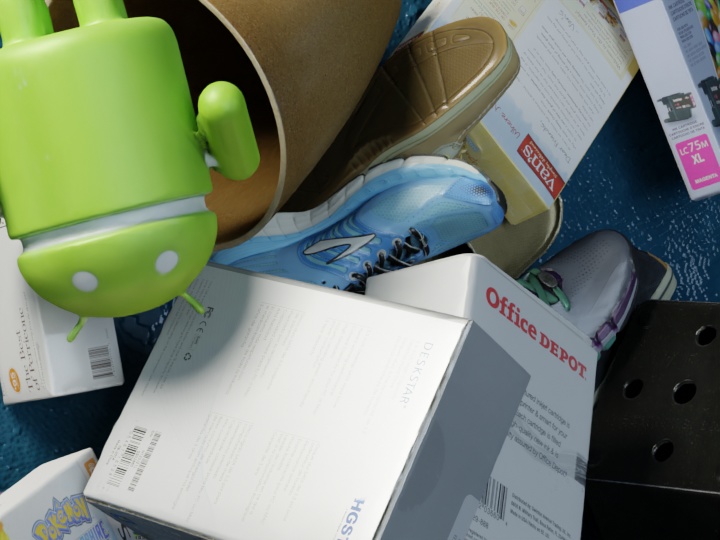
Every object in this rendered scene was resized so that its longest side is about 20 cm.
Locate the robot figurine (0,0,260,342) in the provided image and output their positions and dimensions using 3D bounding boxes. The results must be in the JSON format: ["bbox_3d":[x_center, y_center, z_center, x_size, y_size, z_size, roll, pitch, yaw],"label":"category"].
[{"bbox_3d":[-0.146,-0.065,1.232,0.175,0.116,0.201,-13,92,-2],"label":"robot figurine"}]

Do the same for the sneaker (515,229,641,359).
[{"bbox_3d":[0.099,0.041,1.437,0.200,0.074,0.088,-47,141,-5],"label":"sneaker"}]

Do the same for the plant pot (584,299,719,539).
[{"bbox_3d":[0.257,0.121,1.467,0.177,0.200,0.200,40,65,-37],"label":"plant pot"}]

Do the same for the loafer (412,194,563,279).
[{"bbox_3d":[0.067,-0.008,1.472,0.200,0.067,0.076,-33,100,-29],"label":"loafer"}]

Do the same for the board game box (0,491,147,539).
[{"bbox_3d":[-0.183,0.232,1.301,0.165,0.057,0.201,6,80,-31],"label":"board game box"}]

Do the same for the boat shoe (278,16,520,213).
[{"bbox_3d":[0.029,-0.083,1.410,0.066,0.200,0.074,30,34,-40],"label":"boat shoe"}]

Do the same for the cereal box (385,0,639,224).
[{"bbox_3d":[0.110,-0.145,1.503,0.144,0.039,0.200,51,46,-15],"label":"cereal box"}]

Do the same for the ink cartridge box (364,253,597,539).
[{"bbox_3d":[0.063,0.112,1.302,0.146,0.084,0.200,37,52,-43],"label":"ink cartridge box"}]

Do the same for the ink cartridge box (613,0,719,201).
[{"bbox_3d":[0.231,-0.158,1.577,0.119,0.042,0.200,-33,99,-60],"label":"ink cartridge box"}]

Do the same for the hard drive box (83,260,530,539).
[{"bbox_3d":[-0.031,0.092,1.223,0.077,0.200,0.156,42,67,-48],"label":"hard drive box"}]

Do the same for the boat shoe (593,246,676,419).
[{"bbox_3d":[0.145,0.054,1.510,0.062,0.075,0.200,44,59,-12],"label":"boat shoe"}]

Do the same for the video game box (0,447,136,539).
[{"bbox_3d":[-0.163,0.212,1.198,0.183,0.047,0.200,63,24,-5],"label":"video game box"}]

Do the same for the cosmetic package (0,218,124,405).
[{"bbox_3d":[-0.194,-0.024,1.314,0.051,0.082,0.201,-10,88,-29],"label":"cosmetic package"}]

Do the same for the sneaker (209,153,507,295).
[{"bbox_3d":[0.000,0.000,1.370,0.078,0.200,0.090,55,16,-50],"label":"sneaker"}]

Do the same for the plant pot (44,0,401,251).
[{"bbox_3d":[-0.065,-0.140,1.363,0.200,0.186,0.187,-40,104,-42],"label":"plant pot"}]
